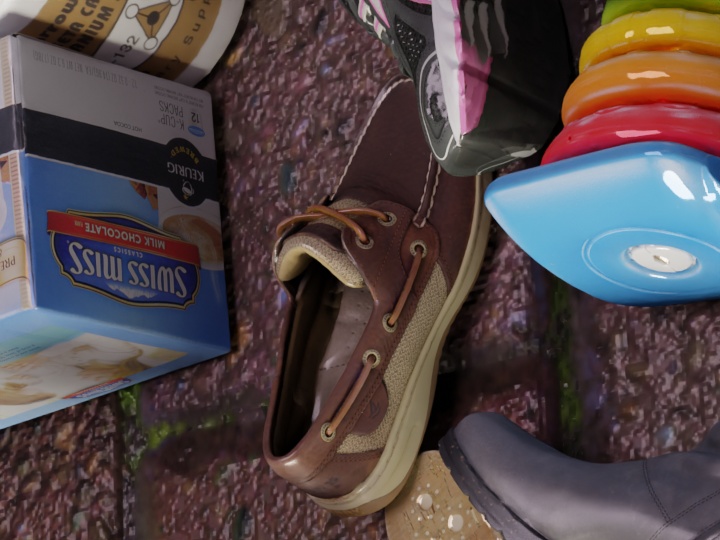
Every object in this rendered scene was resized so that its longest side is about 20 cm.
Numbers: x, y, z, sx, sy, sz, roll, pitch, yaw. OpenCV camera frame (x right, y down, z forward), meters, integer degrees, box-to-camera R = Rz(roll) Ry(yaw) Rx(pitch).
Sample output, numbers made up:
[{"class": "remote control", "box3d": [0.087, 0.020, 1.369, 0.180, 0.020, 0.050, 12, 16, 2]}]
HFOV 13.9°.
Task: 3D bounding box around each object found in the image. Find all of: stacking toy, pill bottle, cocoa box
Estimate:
[{"class": "stacking toy", "box3d": [0.133, -0.093, 1.170, 0.110, 0.116, 0.200, -13, 57, 43]}, {"class": "pill bottle", "box3d": [-0.155, -0.151, 1.349, 0.114, 0.200, 0.115, -11, 73, 39]}, {"class": "cocoa box", "box3d": [-0.177, -0.007, 1.376, 0.200, 0.133, 0.132, -19, 68, 37]}]

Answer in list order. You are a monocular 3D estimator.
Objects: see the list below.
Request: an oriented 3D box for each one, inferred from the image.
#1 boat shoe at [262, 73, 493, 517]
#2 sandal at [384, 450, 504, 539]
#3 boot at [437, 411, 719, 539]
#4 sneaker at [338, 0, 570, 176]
[{"class": "boat shoe", "box3d": [0.000, 0.000, 1.253, 0.072, 0.072, 0.200, 2, 70, 42]}, {"class": "sandal", "box3d": [0.053, 0.157, 1.181, 0.078, 0.070, 0.212, -47, 53, 22]}, {"class": "boot", "box3d": [0.134, 0.076, 1.143, 0.200, 0.070, 0.132, 35, 100, 29]}, {"class": "sneaker", "box3d": [0.030, -0.121, 1.271, 0.086, 0.080, 0.200, -29, 50, 32]}]
